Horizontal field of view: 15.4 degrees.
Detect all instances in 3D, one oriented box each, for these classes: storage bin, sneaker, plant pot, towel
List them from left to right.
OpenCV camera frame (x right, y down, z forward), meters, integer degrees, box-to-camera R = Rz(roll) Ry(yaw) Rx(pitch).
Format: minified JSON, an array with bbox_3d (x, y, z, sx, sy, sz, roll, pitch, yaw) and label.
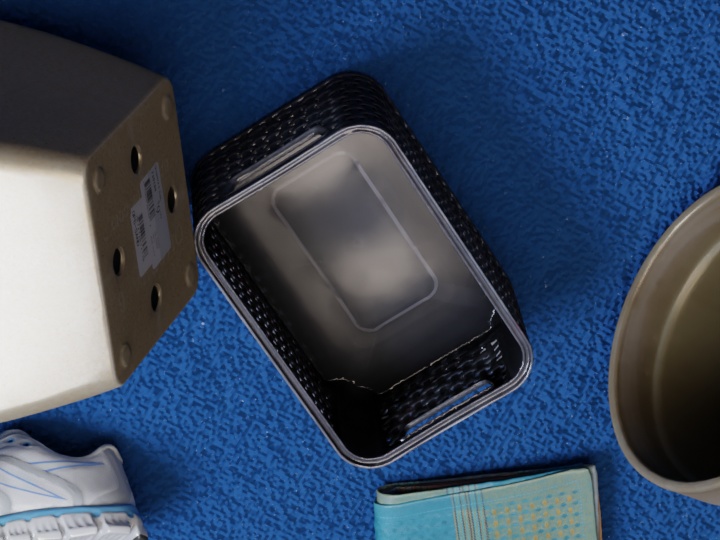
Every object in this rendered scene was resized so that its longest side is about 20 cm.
[{"bbox_3d":[-0.235,0.142,1.652,0.200,0.087,0.075,0,150,-20],"label":"sneaker"},{"bbox_3d":[-0.200,-0.025,1.491,0.177,0.200,0.200,2,115,18],"label":"plant pot"},{"bbox_3d":[0.000,0.000,1.606,0.135,0.094,0.200,-31,113,9],"label":"storage bin"},{"bbox_3d":[0.089,0.220,1.750,0.146,0.022,0.200,-7,116,0],"label":"towel"},{"bbox_3d":[0.279,0.064,1.619,0.173,0.200,0.200,25,110,-31],"label":"plant pot"}]
